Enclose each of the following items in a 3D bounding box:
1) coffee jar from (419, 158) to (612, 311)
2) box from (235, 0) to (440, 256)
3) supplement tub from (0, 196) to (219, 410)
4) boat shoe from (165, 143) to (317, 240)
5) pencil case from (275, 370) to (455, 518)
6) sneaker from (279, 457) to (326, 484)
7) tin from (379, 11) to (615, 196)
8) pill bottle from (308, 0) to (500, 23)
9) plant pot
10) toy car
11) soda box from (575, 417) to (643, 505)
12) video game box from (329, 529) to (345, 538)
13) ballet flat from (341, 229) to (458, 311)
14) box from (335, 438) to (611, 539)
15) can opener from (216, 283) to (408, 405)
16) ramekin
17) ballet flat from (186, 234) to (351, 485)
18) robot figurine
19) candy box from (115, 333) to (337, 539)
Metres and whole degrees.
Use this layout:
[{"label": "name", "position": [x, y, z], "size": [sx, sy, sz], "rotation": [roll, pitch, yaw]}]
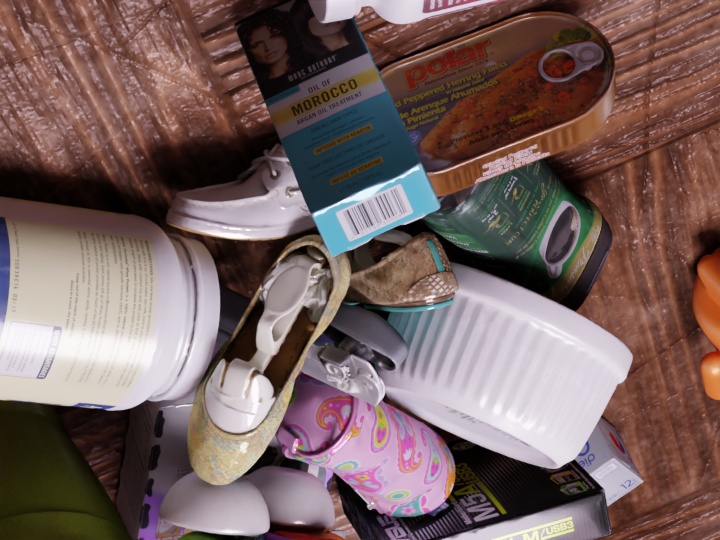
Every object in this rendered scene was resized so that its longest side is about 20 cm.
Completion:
[{"label": "coffee jar", "position": [0.117, -0.044, 1.658], "size": [0.200, 0.085, 0.104], "rotation": [42, 71, -46]}, {"label": "box", "position": [-0.018, -0.107, 1.454], "size": [0.082, 0.200, 0.049], "rotation": [-24, 139, 1]}, {"label": "supplement tub", "position": [-0.217, 0.025, 1.543], "size": [0.200, 0.145, 0.145], "rotation": [8, 130, -31]}, {"label": "boat shoe", "position": [-0.054, -0.065, 1.586], "size": [0.200, 0.071, 0.070], "rotation": [-8, 111, -35]}, {"label": "pencil case", "position": [0.004, 0.140, 1.704], "size": [0.087, 0.088, 0.200], "rotation": [-33, 148, 11]}, {"label": "sneaker", "position": [-0.027, 0.250, 1.763], "size": [0.120, 0.084, 0.200], "rotation": [10, 107, -17]}, {"label": "tin", "position": [0.091, -0.122, 1.559], "size": [0.200, 0.112, 0.042], "rotation": [-21, 149, -2]}, {"label": "pill bottle", "position": [0.060, -0.230, 1.427], "size": [0.199, 0.113, 0.113], "rotation": [-15, 138, -10]}, {"label": "plant pot", "position": [-0.276, 0.206, 1.670], "size": [0.200, 0.193, 0.201], "rotation": [-13, 137, -12]}, {"label": "toy car", "position": [-0.067, 0.245, 1.607], "size": [0.200, 0.150, 0.176], "rotation": [5, 96, -57]}, {"label": "soda box", "position": [0.157, 0.214, 1.973], "size": [0.200, 0.068, 0.063], "rotation": [-36, 139, 15]}, {"label": "video game box", "position": [-0.126, 0.280, 1.876], "size": [0.199, 0.047, 0.182], "rotation": [-7, 161, -18]}, {"label": "ballet flat", "position": [0.000, 0.000, 1.647], "size": [0.070, 0.065, 0.200], "rotation": [-14, -175, -43]}, {"label": "box", "position": [0.093, 0.200, 1.837], "size": [0.193, 0.200, 0.048], "rotation": [-12, 107, -10]}, {"label": "can opener", "position": [-0.054, 0.043, 1.632], "size": [0.067, 0.200, 0.053], "rotation": [-49, 147, -26]}, {"label": "ramekin", "position": [0.106, 0.078, 1.691], "size": [0.200, 0.200, 0.105], "rotation": [34, 76, -44]}, {"label": "ballet flat", "position": [-0.071, 0.060, 1.550], "size": [0.071, 0.071, 0.200], "rotation": [40, 77, -46]}, {"label": "robot figurine", "position": [0.359, 0.043, 1.851], "size": [0.116, 0.144, 0.200], "rotation": [3, 152, 34]}, {"label": "candy box", "position": [-0.107, 0.145, 1.775], "size": [0.167, 0.072, 0.200], "rotation": [-6, 136, -20]}]
